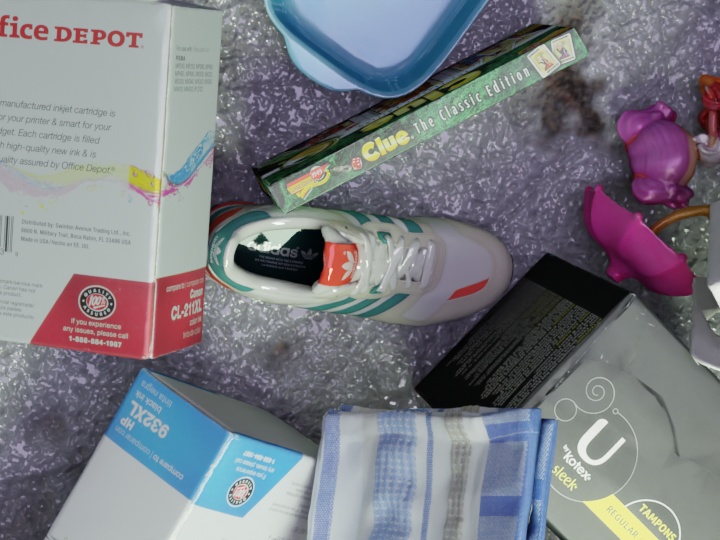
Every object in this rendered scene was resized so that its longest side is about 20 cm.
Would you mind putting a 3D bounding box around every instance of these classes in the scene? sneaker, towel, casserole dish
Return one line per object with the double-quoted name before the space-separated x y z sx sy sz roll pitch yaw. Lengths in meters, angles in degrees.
"sneaker" 0.000 0.000 1.163 0.199 0.093 0.071 7 96 -9
"towel" 0.029 0.144 1.044 0.024 0.200 0.147 14 79 -33
"casserole dish" 0.027 -0.197 1.164 0.121 0.039 0.200 35 91 -5

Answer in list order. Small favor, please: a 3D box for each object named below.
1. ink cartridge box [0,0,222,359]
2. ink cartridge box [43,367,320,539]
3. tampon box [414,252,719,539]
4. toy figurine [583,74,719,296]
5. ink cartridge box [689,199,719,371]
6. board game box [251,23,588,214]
"ink cartridge box" -0.163 -0.060 1.111 0.145 0.083 0.201 7 97 18
"ink cartridge box" -0.113 0.174 1.139 0.084 0.145 0.200 31 92 31
"tampon box" 0.141 0.093 1.142 0.150 0.200 0.126 44 90 -11
"toy figurine" 0.226 -0.061 1.184 0.183 0.150 0.201 -9 77 2
"ink cartridge box" 0.283 0.009 1.055 0.199 0.129 0.126 -23 105 20
"board game box" 0.032 -0.093 1.150 0.200 0.105 0.024 -28 104 -5
